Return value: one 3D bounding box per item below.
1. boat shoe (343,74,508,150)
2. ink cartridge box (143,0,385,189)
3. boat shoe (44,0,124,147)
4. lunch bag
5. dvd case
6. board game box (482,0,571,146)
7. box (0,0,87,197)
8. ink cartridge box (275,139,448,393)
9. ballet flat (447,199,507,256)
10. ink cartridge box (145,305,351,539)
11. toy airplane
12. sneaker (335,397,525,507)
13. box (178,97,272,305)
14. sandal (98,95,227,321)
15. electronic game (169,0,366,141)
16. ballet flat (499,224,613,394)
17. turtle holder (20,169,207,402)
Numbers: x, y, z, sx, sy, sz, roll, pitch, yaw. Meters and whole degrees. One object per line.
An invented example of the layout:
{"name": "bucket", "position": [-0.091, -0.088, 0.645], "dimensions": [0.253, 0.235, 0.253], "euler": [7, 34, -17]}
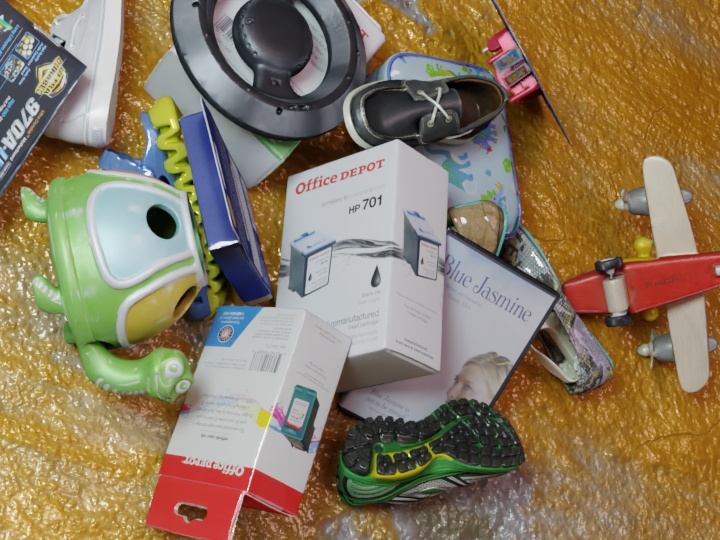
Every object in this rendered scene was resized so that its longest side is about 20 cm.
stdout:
{"name": "boat shoe", "position": [0.062, -0.156, 1.188], "dimensions": [0.199, 0.067, 0.073], "euler": [-10, 83, -46]}
{"name": "ink cartridge box", "position": [-0.089, -0.204, 1.218], "dimensions": [0.146, 0.084, 0.201], "euler": [44, 56, -9]}
{"name": "boat shoe", "position": [-0.251, -0.200, 1.131], "dimensions": [0.067, 0.072, 0.203], "euler": [4, 67, -8]}
{"name": "lunch bag", "position": [0.077, -0.120, 1.294], "dimensions": [0.159, 0.082, 0.203], "euler": [2, 72, -32]}
{"name": "dvd case", "position": [0.086, 0.076, 1.200], "dimensions": [0.142, 0.018, 0.202], "euler": [28, 98, -20]}
{"name": "board game box", "position": [0.166, -0.217, 1.365], "dimensions": [0.200, 0.039, 0.159], "euler": [53, 13, -42]}
{"name": "box", "position": [-0.339, -0.133, 1.004], "dimensions": [0.158, 0.046, 0.202], "euler": [37, 76, -30]}
{"name": "ink cartridge box", "position": [0.000, 0.000, 1.156], "dimensions": [0.085, 0.145, 0.203], "euler": [24, 60, -44]}
{"name": "ballet flat", "position": [0.092, 0.026, 1.230], "dimensions": [0.071, 0.068, 0.203], "euler": [5, 112, -11]}
{"name": "ink cartridge box", "position": [-0.095, 0.135, 1.060], "dimensions": [0.067, 0.115, 0.202], "euler": [34, 66, -41]}
{"name": "toy airplane", "position": [0.342, 0.003, 1.382], "dimensions": [0.198, 0.141, 0.201], "euler": [33, 91, -4]}
{"name": "sneaker", "position": [0.065, 0.176, 1.184], "dimensions": [0.197, 0.086, 0.079], "euler": [-1, 50, -24]}
{"name": "box", "position": [-0.118, -0.056, 1.085], "dimensions": [0.032, 0.200, 0.123], "euler": [-15, 72, -1]}
{"name": "sandal", "position": [-0.175, -0.049, 1.128], "dimensions": [0.086, 0.079, 0.203], "euler": [-18, 89, 1]}
{"name": "electronic game", "position": [-0.081, -0.213, 1.149], "dimensions": [0.198, 0.042, 0.203], "euler": [12, 65, -27]}
{"name": "ballet flat", "position": [0.191, 0.046, 1.320], "dimensions": [0.072, 0.072, 0.202], "euler": [-34, 91, -35]}
{"name": "turtle holder", "position": [-0.194, 0.002, 1.022], "dimensions": [0.130, 0.142, 0.187], "euler": [-13, 47, -4]}
